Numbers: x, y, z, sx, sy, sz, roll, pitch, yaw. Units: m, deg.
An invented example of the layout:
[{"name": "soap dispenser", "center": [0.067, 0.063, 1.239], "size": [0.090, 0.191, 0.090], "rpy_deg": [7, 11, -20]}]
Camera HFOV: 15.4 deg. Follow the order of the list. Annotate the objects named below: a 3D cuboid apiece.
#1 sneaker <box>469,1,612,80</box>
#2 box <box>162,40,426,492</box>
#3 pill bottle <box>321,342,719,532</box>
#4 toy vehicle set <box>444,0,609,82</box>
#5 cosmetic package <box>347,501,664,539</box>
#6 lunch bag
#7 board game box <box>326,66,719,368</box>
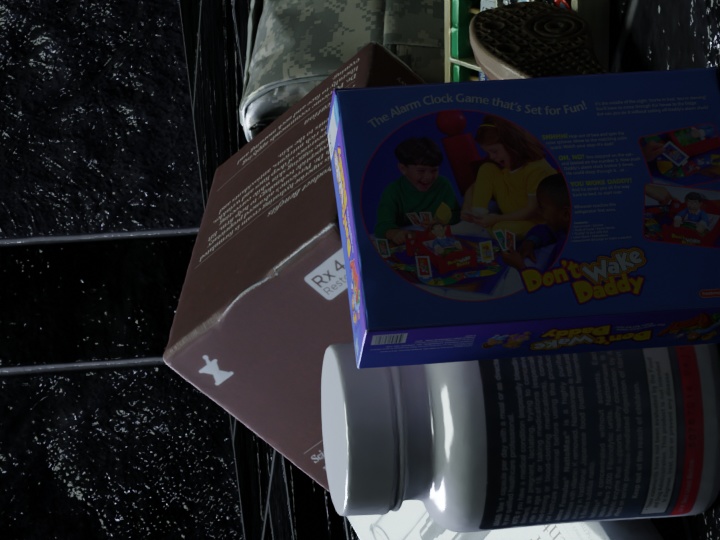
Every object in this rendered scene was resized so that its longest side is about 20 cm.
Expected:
[{"name": "sneaker", "center": [0.113, -0.085, 1.501], "size": [0.200, 0.070, 0.076], "rpy_deg": [-126, 29, -56]}, {"name": "box", "center": [0.000, 0.000, 1.701], "size": [0.166, 0.164, 0.201], "rpy_deg": [-36, 26, 33]}, {"name": "pill bottle", "center": [0.083, 0.077, 1.408], "size": [0.120, 0.198, 0.121], "rpy_deg": [176, 90, -81]}, {"name": "toy vehicle set", "center": [0.099, -0.148, 1.606], "size": [0.124, 0.026, 0.202], "rpy_deg": [22, 120, 49]}, {"name": "cosmetic package", "center": [0.084, 0.155, 1.519], "size": [0.151, 0.051, 0.201], "rpy_deg": [-54, 51, 29]}, {"name": "lunch bag", "center": [0.003, -0.169, 1.827], "size": [0.140, 0.166, 0.201], "rpy_deg": [89, -176, -56]}, {"name": "board game box", "center": [0.090, -0.028, 1.327], "size": [0.045, 0.198, 0.135], "rpy_deg": [103, 162, -63]}]
